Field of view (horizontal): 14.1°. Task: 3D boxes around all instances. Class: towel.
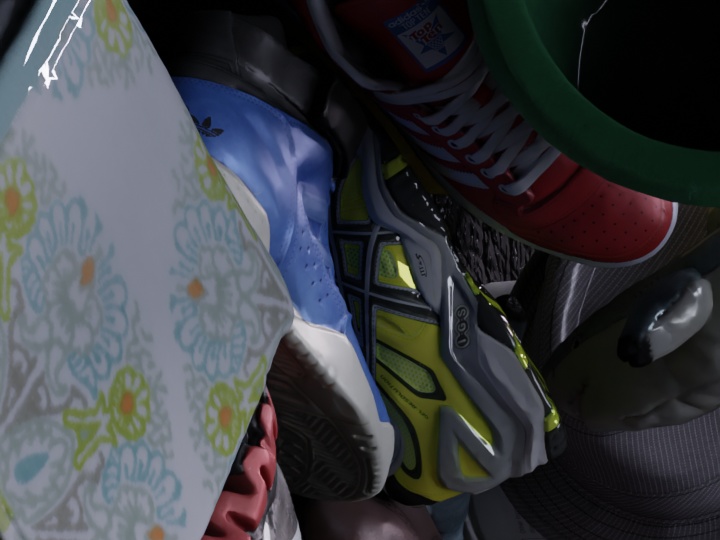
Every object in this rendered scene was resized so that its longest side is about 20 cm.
[{"bbox_3d":[-0.093,0.016,0.854,0.171,0.048,0.200,64,34,-36],"label":"towel"}]

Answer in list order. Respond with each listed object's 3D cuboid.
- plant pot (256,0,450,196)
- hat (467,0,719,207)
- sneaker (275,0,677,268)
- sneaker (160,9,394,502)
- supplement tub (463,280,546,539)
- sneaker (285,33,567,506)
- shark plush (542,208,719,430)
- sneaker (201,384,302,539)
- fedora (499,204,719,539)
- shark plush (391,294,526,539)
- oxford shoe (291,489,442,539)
[{"bbox_3d":[0.064,-0.134,1.192,0.200,0.199,0.177,-55,150,-59],"label":"plant pot"},{"bbox_3d":[0.113,-0.062,1.060,0.176,0.165,0.201,100,-16,-69],"label":"hat"},{"bbox_3d":[0.043,-0.069,1.054,0.200,0.071,0.112,40,-1,-9],"label":"sneaker"},{"bbox_3d":[-0.027,-0.009,1.050,0.200,0.077,0.111,58,41,-44],"label":"sneaker"},{"bbox_3d":[0.134,0.065,1.340,0.132,0.199,0.132,-3,90,-72],"label":"supplement tub"},{"bbox_3d":[0.000,0.000,1.110,0.200,0.076,0.075,59,4,0],"label":"sneaker"},{"bbox_3d":[0.151,-0.017,1.142,0.091,0.083,0.200,30,94,-29],"label":"shark plush"},{"bbox_3d":[-0.059,0.123,0.931,0.201,0.071,0.098,-76,153,-47],"label":"sneaker"},{"bbox_3d":[0.131,0.025,1.232,0.200,0.177,0.090,-50,151,-5],"label":"fedora"},{"bbox_3d":[0.011,0.070,1.234,0.083,0.091,0.200,-53,159,-28],"label":"shark plush"},{"bbox_3d":[0.021,0.125,1.190,0.200,0.071,0.073,48,36,-62],"label":"oxford shoe"}]
